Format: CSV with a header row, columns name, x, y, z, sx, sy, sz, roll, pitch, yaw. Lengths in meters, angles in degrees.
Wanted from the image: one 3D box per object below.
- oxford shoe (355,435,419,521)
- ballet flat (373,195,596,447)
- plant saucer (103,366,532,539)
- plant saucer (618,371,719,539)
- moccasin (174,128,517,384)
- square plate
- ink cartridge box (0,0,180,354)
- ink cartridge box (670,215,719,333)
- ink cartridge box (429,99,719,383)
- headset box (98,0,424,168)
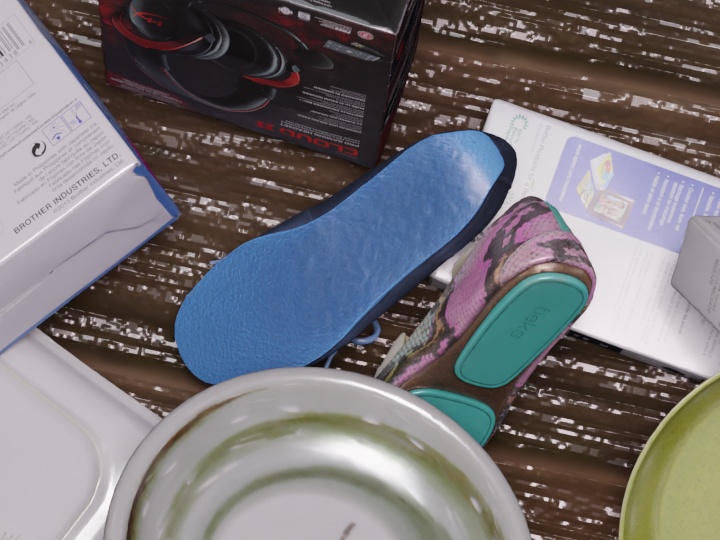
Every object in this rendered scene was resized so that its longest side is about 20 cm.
name,x,y,z,sx,sy,sz,roll,pitch,yaw
oxford shoe,0.057,0.161,1.329,0.200,0.070,0.075,45,114,-9
ballet flat,0.046,0.042,1.350,0.069,0.071,0.200,19,127,-26
plant saucer,-0.021,0.141,1.255,0.199,0.050,0.201,6,58,-10
plant saucer,0.225,0.128,1.346,0.199,0.031,0.201,1,104,3
moccasin,0.000,0.000,1.361,0.200,0.068,0.081,-28,84,25
square plate,-0.210,0.113,1.351,0.198,0.028,0.200,35,83,23
ink cartridge box,-0.202,-0.070,1.363,0.136,0.076,0.200,-37,66,-4
ink cartridge box,0.273,0.029,1.285,0.199,0.174,0.044,-1,119,-26
ink cartridge box,0.143,-0.006,1.387,0.199,0.039,0.100,21,83,5
headset box,-0.046,-0.127,1.326,0.148,0.200,0.075,18,72,2
